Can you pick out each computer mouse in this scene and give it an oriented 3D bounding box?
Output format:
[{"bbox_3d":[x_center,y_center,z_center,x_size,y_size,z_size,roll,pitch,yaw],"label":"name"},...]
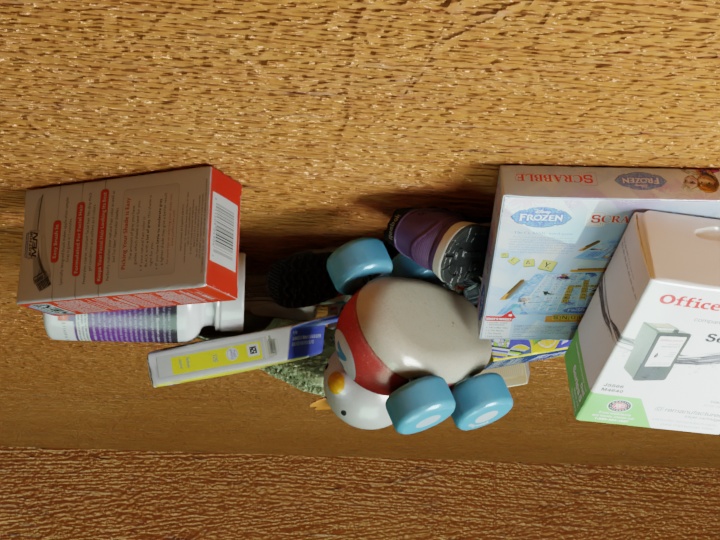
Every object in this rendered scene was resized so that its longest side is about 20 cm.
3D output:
[{"bbox_3d":[0.130,0.010,1.435,0.058,0.034,0.200,-12,169,7],"label":"computer mouse"}]

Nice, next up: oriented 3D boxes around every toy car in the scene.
[{"bbox_3d":[0.013,0.099,1.298,0.177,0.185,0.200,3,145,-48],"label":"toy car"}]

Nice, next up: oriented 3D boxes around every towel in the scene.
[{"bbox_3d":[-0.071,0.102,1.614,0.200,0.037,0.148,21,-160,30],"label":"towel"}]

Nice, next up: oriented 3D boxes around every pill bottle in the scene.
[{"bbox_3d":[-0.219,0.019,1.353,0.199,0.112,0.111,2,166,-4],"label":"pill bottle"}]

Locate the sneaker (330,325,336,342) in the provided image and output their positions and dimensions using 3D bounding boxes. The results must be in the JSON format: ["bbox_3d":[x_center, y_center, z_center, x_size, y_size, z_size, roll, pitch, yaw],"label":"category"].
[{"bbox_3d":[0.040,0.049,1.513,0.078,0.086,0.200,30,160,-32],"label":"sneaker"}]

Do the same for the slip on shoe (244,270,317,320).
[{"bbox_3d":[-0.144,0.017,1.454,0.199,0.061,0.076,5,-176,-6],"label":"slip on shoe"}]

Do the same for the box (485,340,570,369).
[{"bbox_3d":[0.229,0.064,1.526,0.200,0.070,0.064,-8,169,-16],"label":"box"}]

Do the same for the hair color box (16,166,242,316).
[{"bbox_3d":[-0.209,-0.024,1.191,0.200,0.111,0.064,-5,165,22],"label":"hair color box"}]

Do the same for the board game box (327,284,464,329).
[{"bbox_3d":[0.074,0.054,1.633,0.200,0.035,0.126,-11,162,39],"label":"board game box"}]

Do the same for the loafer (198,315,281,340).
[{"bbox_3d":[-0.187,0.044,1.522,0.199,0.076,0.067,3,172,-10],"label":"loafer"}]

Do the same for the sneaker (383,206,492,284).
[{"bbox_3d":[0.093,-0.033,1.271,0.087,0.076,0.200,27,-173,26],"label":"sneaker"}]

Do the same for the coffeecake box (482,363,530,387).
[{"bbox_3d":[0.134,0.115,1.674,0.153,0.073,0.200,-10,178,8],"label":"coffeecake box"}]

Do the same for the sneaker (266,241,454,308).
[{"bbox_3d":[0.000,0.000,1.403,0.199,0.071,0.093,-4,-171,-2],"label":"sneaker"}]

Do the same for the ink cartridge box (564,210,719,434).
[{"bbox_3d":[0.284,0.051,1.175,0.145,0.084,0.200,7,137,-9],"label":"ink cartridge box"}]

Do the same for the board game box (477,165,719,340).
[{"bbox_3d":[0.215,-0.011,1.200,0.199,0.041,0.200,1,139,-3],"label":"board game box"}]

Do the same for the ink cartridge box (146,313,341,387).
[{"bbox_3d":[-0.105,0.084,1.422,0.199,0.047,0.198,-9,177,9],"label":"ink cartridge box"}]
